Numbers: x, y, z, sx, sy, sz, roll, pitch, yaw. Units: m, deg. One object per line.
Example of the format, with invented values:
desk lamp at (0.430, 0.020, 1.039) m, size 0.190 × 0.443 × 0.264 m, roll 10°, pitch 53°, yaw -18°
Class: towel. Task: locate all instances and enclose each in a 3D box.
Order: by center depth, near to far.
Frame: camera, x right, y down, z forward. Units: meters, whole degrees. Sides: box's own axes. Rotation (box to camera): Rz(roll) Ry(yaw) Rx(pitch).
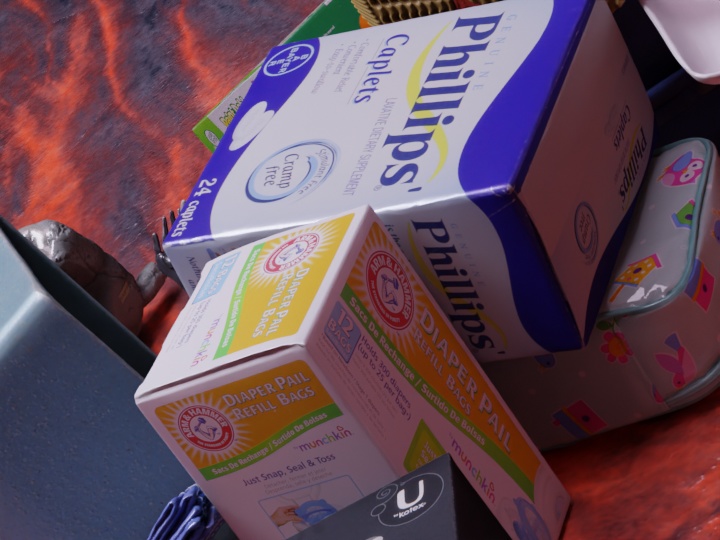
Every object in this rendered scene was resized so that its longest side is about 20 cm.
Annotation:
towel at (-0.100, 0.163, 1.302) m, size 0.145 × 0.024 × 0.200 m, roll -58°, pitch -5°, yaw 5°

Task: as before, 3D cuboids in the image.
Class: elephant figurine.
elephant figurine at (-0.255, 0.040, 1.715) m, size 0.199 × 0.155 × 0.142 m, roll -11°, pitch 56°, yaw 27°

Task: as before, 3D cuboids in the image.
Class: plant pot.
plant pot at (-0.199, 0.115, 1.476) m, size 0.200 × 0.196 × 0.196 m, roll -47°, pitch 25°, yaw 0°

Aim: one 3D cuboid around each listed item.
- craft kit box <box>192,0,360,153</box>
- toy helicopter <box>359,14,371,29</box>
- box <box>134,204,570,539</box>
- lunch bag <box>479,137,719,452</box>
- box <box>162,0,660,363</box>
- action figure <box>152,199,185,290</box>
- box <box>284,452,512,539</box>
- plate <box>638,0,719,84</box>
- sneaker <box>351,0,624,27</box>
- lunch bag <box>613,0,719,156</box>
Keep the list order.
craft kit box at (-0.014, -0.171, 1.825) m, size 0.200 × 0.049 × 0.197 m, roll -46°, pitch 3°, yaw -22°
toy helicopter at (0.019, -0.112, 1.648) m, size 0.200 × 0.132 × 0.079 m, roll -21°, pitch 29°, yaw 30°
box at (0.000, 0.086, 1.244) m, size 0.101 × 0.200 × 0.113 m, roll -19°, pitch 29°, yaw 31°
lunch bag at (0.117, 0.016, 1.367) m, size 0.200 × 0.077 × 0.161 m, roll -20°, pitch 28°, yaw 30°
box at (0.030, -0.042, 1.329) m, size 0.199 × 0.105 × 0.184 m, roll -9°, pitch 35°, yaw 27°
action figure at (-0.058, -0.024, 1.631) m, size 0.119 × 0.102 × 0.200 m, roll -35°, pitch 21°, yaw -27°
box at (0.030, 0.194, 1.110) m, size 0.106 × 0.122 × 0.200 m, roll -29°, pitch 26°, yaw 14°
plate at (0.233, -0.174, 1.371) m, size 0.199 × 0.032 × 0.200 m, roll -21°, pitch 39°, yaw -4°
sneaker at (0.080, -0.179, 1.402) m, size 0.200 × 0.075 × 0.090 m, roll 0°, pitch 48°, yaw 46°
lunch bag at (0.132, -0.109, 1.472) m, size 0.200 × 0.136 × 0.132 m, roll -29°, pitch 23°, yaw -10°
